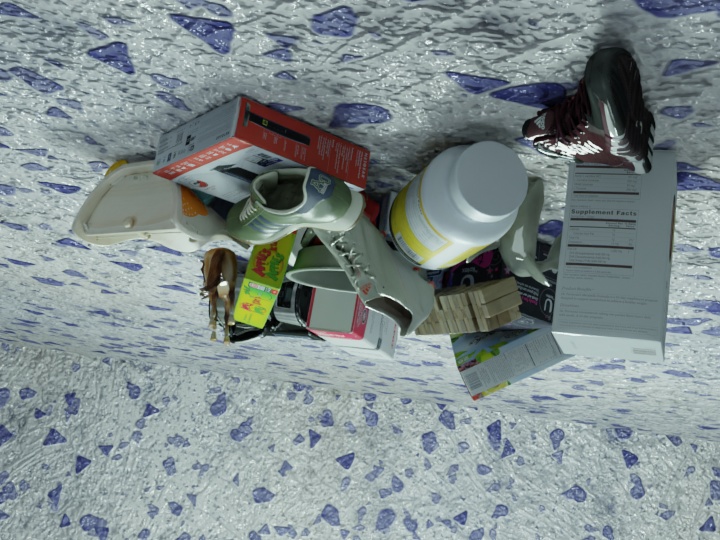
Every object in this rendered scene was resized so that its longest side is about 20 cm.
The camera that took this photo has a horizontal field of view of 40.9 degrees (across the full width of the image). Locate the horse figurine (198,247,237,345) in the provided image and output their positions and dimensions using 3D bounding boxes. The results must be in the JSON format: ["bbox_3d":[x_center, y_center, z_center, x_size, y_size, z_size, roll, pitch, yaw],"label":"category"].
[{"bbox_3d":[-0.189,0.020,1.285,0.050,0.133,0.200,-2,165,-9],"label":"horse figurine"}]

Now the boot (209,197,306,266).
[{"bbox_3d":[-0.131,-0.058,1.390,0.090,0.073,0.200,7,159,34],"label":"boot"}]

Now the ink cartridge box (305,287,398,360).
[{"bbox_3d":[-0.002,0.051,1.552,0.084,0.146,0.200,4,165,22],"label":"ink cartridge box"}]

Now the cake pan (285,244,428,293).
[{"bbox_3d":[0.000,0.000,1.295,0.199,0.037,0.200,5,171,1],"label":"cake pan"}]

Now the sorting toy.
[{"bbox_3d":[-0.243,-0.065,1.287,0.199,0.108,0.180,-2,156,36],"label":"sorting toy"}]

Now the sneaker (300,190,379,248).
[{"bbox_3d":[-0.022,-0.054,1.254,0.085,0.077,0.200,32,164,-2],"label":"sneaker"}]

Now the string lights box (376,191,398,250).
[{"bbox_3d":[0.055,-0.045,1.321,0.102,0.059,0.200,12,165,-13],"label":"string lights box"}]

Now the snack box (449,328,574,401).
[{"bbox_3d":[0.241,0.104,1.466,0.199,0.068,0.169,-27,-168,8],"label":"snack box"}]

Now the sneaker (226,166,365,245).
[{"bbox_3d":[-0.096,-0.081,1.080,0.199,0.068,0.090,-4,154,40],"label":"sneaker"}]

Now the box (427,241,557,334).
[{"bbox_3d":[0.176,0.022,1.398,0.132,0.116,0.199,18,163,-34],"label":"box"}]

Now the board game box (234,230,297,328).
[{"bbox_3d":[-0.127,0.000,1.278,0.047,0.102,0.200,17,160,-7],"label":"board game box"}]

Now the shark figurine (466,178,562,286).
[{"bbox_3d":[0.218,-0.011,1.194,0.090,0.128,0.214,49,-175,34],"label":"shark figurine"}]

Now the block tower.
[{"bbox_3d":[0.131,0.050,1.263,0.058,0.054,0.200,-19,-177,-25],"label":"block tower"}]

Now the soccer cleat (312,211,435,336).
[{"bbox_3d":[0.008,-0.005,1.152,0.200,0.078,0.069,42,146,-13],"label":"soccer cleat"}]

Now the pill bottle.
[{"bbox_3d":[0.109,-0.073,1.076,0.111,0.113,0.200,12,165,-13],"label":"pill bottle"}]

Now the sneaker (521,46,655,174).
[{"bbox_3d":[0.194,-0.135,0.869,0.115,0.076,0.200,5,166,26],"label":"sneaker"}]

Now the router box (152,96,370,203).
[{"bbox_3d":[-0.118,-0.126,1.130,0.179,0.049,0.199,18,163,-33],"label":"router box"}]

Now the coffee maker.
[{"bbox_3d":[-0.142,0.057,1.750,0.199,0.136,0.192,2,-172,27],"label":"coffee maker"}]

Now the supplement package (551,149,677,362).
[{"bbox_3d":[0.272,-0.016,1.022,0.109,0.201,0.114,4,166,20],"label":"supplement package"}]
